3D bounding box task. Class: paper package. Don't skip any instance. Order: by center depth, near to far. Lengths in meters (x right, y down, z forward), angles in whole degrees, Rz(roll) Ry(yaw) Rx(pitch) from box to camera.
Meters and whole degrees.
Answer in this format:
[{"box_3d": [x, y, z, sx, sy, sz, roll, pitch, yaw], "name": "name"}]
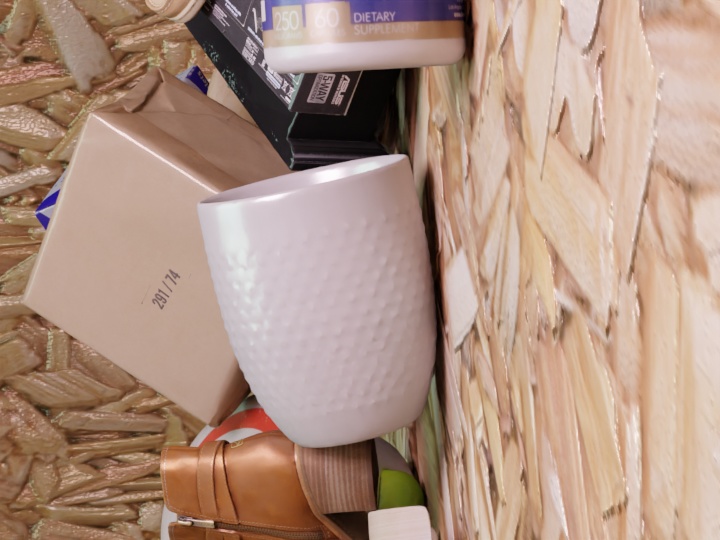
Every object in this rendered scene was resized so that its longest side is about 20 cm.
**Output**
[{"box_3d": [-0.136, -0.018, 1.599, 0.103, 0.191, 0.200, -48, -13, -53], "name": "paper package"}]

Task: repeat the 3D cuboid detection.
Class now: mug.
[{"box_3d": [-0.009, 0.018, 1.446, 0.200, 0.148, 0.176, -26, -75, -62], "name": "mug"}]

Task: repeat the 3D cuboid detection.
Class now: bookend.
[{"box_3d": [-0.023, -0.208, 1.521, 0.199, 0.092, 0.200, 54, 132, 40], "name": "bookend"}]

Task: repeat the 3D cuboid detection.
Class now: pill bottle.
[{"box_3d": [-0.002, -0.212, 1.180, 0.116, 0.116, 0.200, -134, 40, -84], "name": "pill bottle"}]

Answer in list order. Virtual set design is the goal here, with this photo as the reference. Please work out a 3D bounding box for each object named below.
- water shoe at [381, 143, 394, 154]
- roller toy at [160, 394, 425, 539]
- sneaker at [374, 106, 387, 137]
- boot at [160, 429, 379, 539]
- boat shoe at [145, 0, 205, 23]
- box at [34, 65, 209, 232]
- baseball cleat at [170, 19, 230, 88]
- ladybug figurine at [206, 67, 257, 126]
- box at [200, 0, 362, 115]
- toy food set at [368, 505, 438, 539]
[{"box_3d": [0.000, 0.000, 1.579, 0.072, 0.079, 0.200, 103, 164, -75], "name": "water shoe"}, {"box_3d": [-0.061, 0.195, 1.639, 0.200, 0.140, 0.182, -50, 39, 11], "name": "roller toy"}, {"box_3d": [-0.010, -0.197, 1.659, 0.140, 0.078, 0.200, 178, 79, -84], "name": "sneaker"}, {"box_3d": [-0.059, 0.200, 1.509, 0.074, 0.155, 0.200, -77, -17, -66], "name": "boot"}, {"box_3d": [-0.128, -0.270, 1.440, 0.074, 0.069, 0.200, 28, 111, 50], "name": "boat shoe"}, {"box_3d": [-0.156, -0.042, 1.790, 0.184, 0.105, 0.200, 56, -152, -19], "name": "box"}, {"box_3d": [-0.082, -0.201, 1.681, 0.070, 0.106, 0.200, 16, 152, 48], "name": "baseball cleat"}, {"box_3d": [-0.065, -0.140, 1.805, 0.072, 0.136, 0.200, -44, 1, 46], "name": "ladybug figurine"}, {"box_3d": [-0.050, -0.224, 1.437, 0.200, 0.050, 0.158, 49, 127, 41], "name": "box"}, {"box_3d": [0.044, 0.235, 1.399, 0.200, 0.060, 0.144, 65, -160, -78], "name": "toy food set"}]
